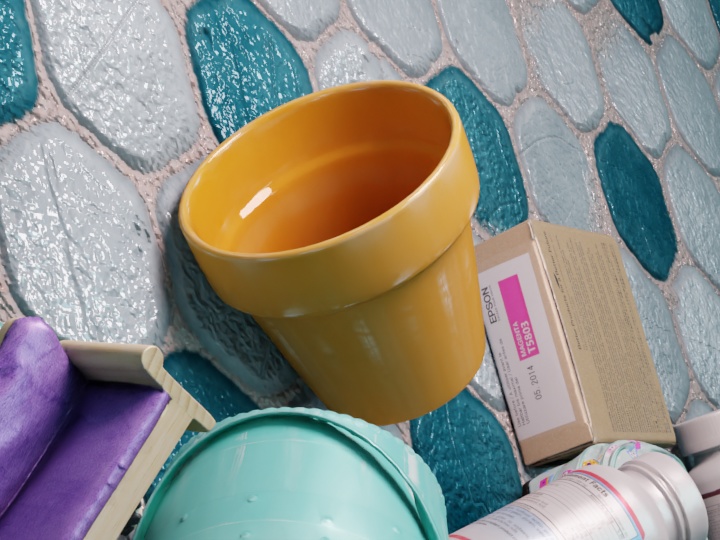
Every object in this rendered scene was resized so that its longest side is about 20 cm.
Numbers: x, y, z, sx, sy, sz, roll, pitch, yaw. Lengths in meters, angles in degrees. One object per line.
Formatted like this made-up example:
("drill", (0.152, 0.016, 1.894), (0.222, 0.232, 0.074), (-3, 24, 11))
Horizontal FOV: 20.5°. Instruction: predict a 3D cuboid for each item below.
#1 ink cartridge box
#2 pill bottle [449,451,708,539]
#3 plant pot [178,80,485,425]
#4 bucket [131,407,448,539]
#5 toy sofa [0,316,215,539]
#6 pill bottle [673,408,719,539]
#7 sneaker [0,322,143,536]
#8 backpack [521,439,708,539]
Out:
("ink cartridge box", (0.182, 0.066, 1.715), (0.165, 0.075, 0.200), (8, 63, -55))
("pill bottle", (0.152, 0.208, 1.443), (0.200, 0.109, 0.109), (-23, 89, -27))
("plant pot", (0.000, 0.000, 1.371), (0.200, 0.200, 0.183), (-72, 147, -50))
("bucket", (-0.039, 0.186, 1.148), (0.207, 0.207, 0.135), (48, 27, -29))
("toy sofa", (-0.172, 0.122, 1.011), (0.098, 0.083, 0.200), (49, 59, -33))
("pill bottle", (0.372, 0.226, 1.876), (0.110, 0.110, 0.200), (-8, 76, -60))
("sneaker", (-0.197, 0.075, 1.114), (0.200, 0.077, 0.080), (53, 12, -31))
("backpack", (0.210, 0.239, 1.585), (0.167, 0.127, 0.200), (22, 48, -47))
